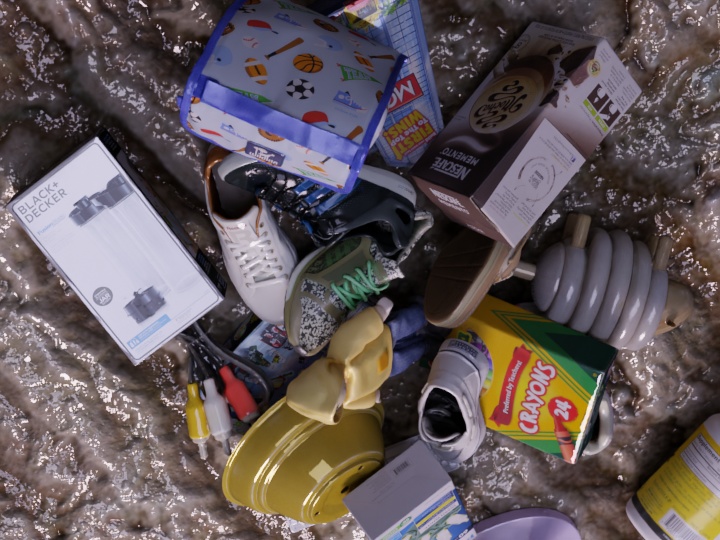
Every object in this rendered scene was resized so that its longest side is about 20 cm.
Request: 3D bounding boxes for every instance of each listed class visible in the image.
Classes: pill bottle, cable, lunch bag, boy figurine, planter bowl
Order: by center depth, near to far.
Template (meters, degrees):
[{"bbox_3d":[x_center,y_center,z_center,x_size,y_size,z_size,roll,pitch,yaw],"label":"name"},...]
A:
[{"bbox_3d":[-0.061,-0.152,1.413,0.170,0.200,0.124,22,112,-3],"label":"lunch bag"},{"bbox_3d":[0.008,0.086,1.567,0.200,0.064,0.125,-27,137,-47],"label":"boy figurine"},{"bbox_3d":[-0.157,0.085,1.614,0.097,0.050,0.201,-24,99,11],"label":"cable"},{"bbox_3d":[-0.036,0.199,1.647,0.200,0.083,0.201,-30,150,-20],"label":"planter bowl"},{"bbox_3d":[0.398,0.230,1.782,0.111,0.111,0.200,37,104,-23],"label":"pill bottle"}]

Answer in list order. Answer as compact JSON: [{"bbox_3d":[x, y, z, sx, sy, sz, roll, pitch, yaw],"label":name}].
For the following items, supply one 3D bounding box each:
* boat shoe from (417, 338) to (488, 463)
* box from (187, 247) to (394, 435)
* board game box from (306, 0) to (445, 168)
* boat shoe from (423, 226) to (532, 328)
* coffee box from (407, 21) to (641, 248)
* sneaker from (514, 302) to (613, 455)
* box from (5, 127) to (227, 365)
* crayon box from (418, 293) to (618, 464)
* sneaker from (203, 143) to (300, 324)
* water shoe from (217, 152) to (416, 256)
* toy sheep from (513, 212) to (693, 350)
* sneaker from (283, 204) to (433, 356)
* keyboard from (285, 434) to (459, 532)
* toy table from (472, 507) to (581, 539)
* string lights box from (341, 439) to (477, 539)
[{"bbox_3d":[0.088,0.148,1.617,0.072,0.066,0.200,26,148,11],"label":"boat shoe"},{"bbox_3d":[-0.063,0.092,1.674,0.137,0.040,0.200,39,102,-23],"label":"box"},{"bbox_3d":[-0.002,-0.164,1.557,0.200,0.062,0.200,-28,115,3],"label":"board game box"},{"bbox_3d":[0.132,-0.018,1.601,0.065,0.071,0.200,46,64,-33],"label":"boat shoe"},{"bbox_3d":[0.155,-0.131,1.533,0.200,0.113,0.080,-51,125,-9],"label":"coffee box"},{"bbox_3d":[0.216,0.116,1.709,0.081,0.088,0.200,-37,115,8],"label":"sneaker"},{"bbox_3d":[-0.234,-0.023,1.555,0.116,0.060,0.200,-35,102,7],"label":"box"},{"bbox_3d":[0.150,0.102,1.646,0.199,0.051,0.127,22,128,16],"label":"crayon box"},{"bbox_3d":[-0.112,-0.029,1.569,0.073,0.085,0.201,-15,107,13],"label":"sneaker"},{"bbox_3d":[-0.037,-0.064,1.507,0.199,0.071,0.079,10,69,-21],"label":"water shoe"},{"bbox_3d":[0.245,0.015,1.651,0.199,0.138,0.138,15,112,-1],"label":"toy sheep"},{"bbox_3d":[0.000,0.000,1.577,0.077,0.088,0.200,43,75,-34],"label":"sneaker"},{"bbox_3d":[0.008,0.228,1.766,0.199,0.011,0.056,-21,116,-1],"label":"keyboard"},{"bbox_3d":[0.163,0.359,1.796,0.200,0.117,0.184,-37,115,8],"label":"toy table"},{"bbox_3d":[0.055,0.260,1.695,0.103,0.059,0.200,-37,153,-6],"label":"string lights box"}]
